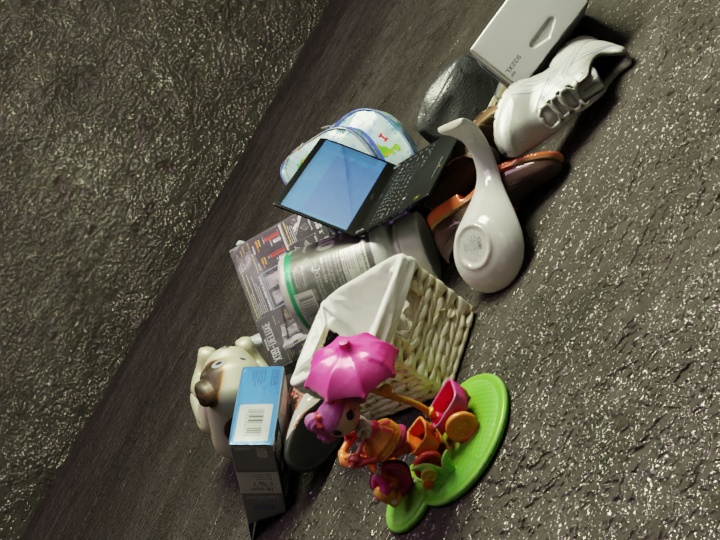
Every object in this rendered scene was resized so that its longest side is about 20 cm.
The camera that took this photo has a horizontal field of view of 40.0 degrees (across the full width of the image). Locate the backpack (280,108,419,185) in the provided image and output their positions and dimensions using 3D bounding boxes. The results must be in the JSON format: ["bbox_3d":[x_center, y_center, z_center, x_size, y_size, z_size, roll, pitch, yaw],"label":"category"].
[{"bbox_3d":[-0.006,-0.151,1.549,0.199,0.184,0.147,-37,-7,12],"label":"backpack"}]

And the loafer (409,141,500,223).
[{"bbox_3d":[0.125,-0.105,1.350,0.200,0.073,0.071,-50,21,54],"label":"loafer"}]

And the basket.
[{"bbox_3d":[0.027,0.089,1.180,0.200,0.123,0.136,-33,30,54],"label":"basket"}]

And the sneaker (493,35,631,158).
[{"bbox_3d":[0.235,-0.209,1.166,0.200,0.075,0.087,-46,24,-12],"label":"sneaker"}]

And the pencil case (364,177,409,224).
[{"bbox_3d":[0.019,-0.060,1.432,0.085,0.084,0.200,-37,-13,-25],"label":"pencil case"}]

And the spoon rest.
[{"bbox_3d":[0.140,-0.075,1.149,0.099,0.060,0.202,-15,83,45],"label":"spoon rest"}]

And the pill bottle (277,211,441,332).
[{"bbox_3d":[0.000,0.000,1.314,0.199,0.114,0.113,-20,30,14],"label":"pill bottle"}]

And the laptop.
[{"bbox_3d":[0.015,-0.138,1.293,0.199,0.103,0.178,-28,22,38],"label":"laptop"}]

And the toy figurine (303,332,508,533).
[{"bbox_3d":[0.018,0.148,1.004,0.200,0.183,0.150,-52,18,17],"label":"toy figurine"}]

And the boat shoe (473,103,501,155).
[{"bbox_3d":[0.186,-0.195,1.317,0.200,0.072,0.068,-33,31,57],"label":"boat shoe"}]

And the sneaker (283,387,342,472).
[{"bbox_3d":[-0.063,0.193,1.342,0.108,0.067,0.202,-34,26,54],"label":"sneaker"}]

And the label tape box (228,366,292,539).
[{"bbox_3d":[-0.128,0.253,1.360,0.145,0.063,0.201,-86,-8,-51],"label":"label tape box"}]

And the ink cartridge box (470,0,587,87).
[{"bbox_3d":[0.222,-0.312,1.292,0.145,0.084,0.200,-53,-4,11],"label":"ink cartridge box"}]

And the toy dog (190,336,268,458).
[{"bbox_3d":[-0.195,0.193,1.484,0.201,0.138,0.195,97,171,-57],"label":"toy dog"}]

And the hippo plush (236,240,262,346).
[{"bbox_3d":[-0.091,0.051,1.560,0.200,0.158,0.162,41,-132,-70],"label":"hippo plush"}]

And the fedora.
[{"bbox_3d":[0.145,-0.246,1.477,0.201,0.091,0.201,-50,19,23],"label":"fedora"}]

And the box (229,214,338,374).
[{"bbox_3d":[-0.085,0.026,1.428,0.157,0.050,0.201,-28,71,15],"label":"box"}]

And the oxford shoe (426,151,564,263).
[{"bbox_3d":[0.171,-0.076,1.203,0.200,0.071,0.073,-34,62,37],"label":"oxford shoe"}]
